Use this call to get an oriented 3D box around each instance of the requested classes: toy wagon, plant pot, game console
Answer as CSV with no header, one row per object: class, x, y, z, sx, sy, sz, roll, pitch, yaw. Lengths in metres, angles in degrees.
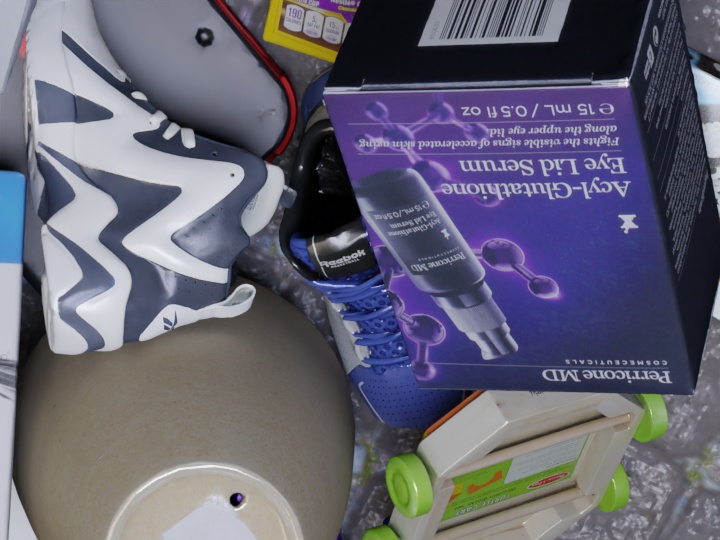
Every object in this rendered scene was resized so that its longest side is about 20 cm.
toy wagon,0.074,0.124,1.177,0.040,0.155,0.200,60,151,30
plant pot,-0.082,0.110,1.090,0.187,0.200,0.188,-2,102,-8
game console,-0.150,-0.099,1.163,0.177,0.031,0.200,-40,99,1

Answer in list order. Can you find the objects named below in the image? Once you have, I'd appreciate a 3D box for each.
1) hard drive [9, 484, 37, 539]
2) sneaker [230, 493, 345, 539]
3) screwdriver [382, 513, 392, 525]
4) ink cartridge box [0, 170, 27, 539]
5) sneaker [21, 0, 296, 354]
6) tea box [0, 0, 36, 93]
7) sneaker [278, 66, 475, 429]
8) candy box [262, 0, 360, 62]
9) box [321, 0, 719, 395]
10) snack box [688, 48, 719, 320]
hard drive,-0.162,0.194,1.305,0.132,0.026,0.200,19,111,5
sneaker,-0.052,0.085,1.221,0.099,0.070,0.200,-34,101,14
screwdriver,0.000,0.152,1.217,0.200,0.029,0.028,-29,92,-3
ink cartridge box,-0.244,0.048,1.095,0.146,0.086,0.201,2,86,-13
sneaker,-0.100,-0.058,1.101,0.129,0.200,0.080,-4,153,-13
tea box,-0.220,-0.218,0.990,0.199,0.197,0.134,17,152,-10
sneaker,0.000,-0.001,1.154,0.080,0.115,0.200,-10,107,16
candy box,0.050,-0.139,1.121,0.200,0.026,0.103,19,108,19
box,0.085,-0.044,1.052,0.148,0.104,0.200,-1,133,22
snack box,0.184,-0.042,1.143,0.200,0.037,0.116,26,112,2
